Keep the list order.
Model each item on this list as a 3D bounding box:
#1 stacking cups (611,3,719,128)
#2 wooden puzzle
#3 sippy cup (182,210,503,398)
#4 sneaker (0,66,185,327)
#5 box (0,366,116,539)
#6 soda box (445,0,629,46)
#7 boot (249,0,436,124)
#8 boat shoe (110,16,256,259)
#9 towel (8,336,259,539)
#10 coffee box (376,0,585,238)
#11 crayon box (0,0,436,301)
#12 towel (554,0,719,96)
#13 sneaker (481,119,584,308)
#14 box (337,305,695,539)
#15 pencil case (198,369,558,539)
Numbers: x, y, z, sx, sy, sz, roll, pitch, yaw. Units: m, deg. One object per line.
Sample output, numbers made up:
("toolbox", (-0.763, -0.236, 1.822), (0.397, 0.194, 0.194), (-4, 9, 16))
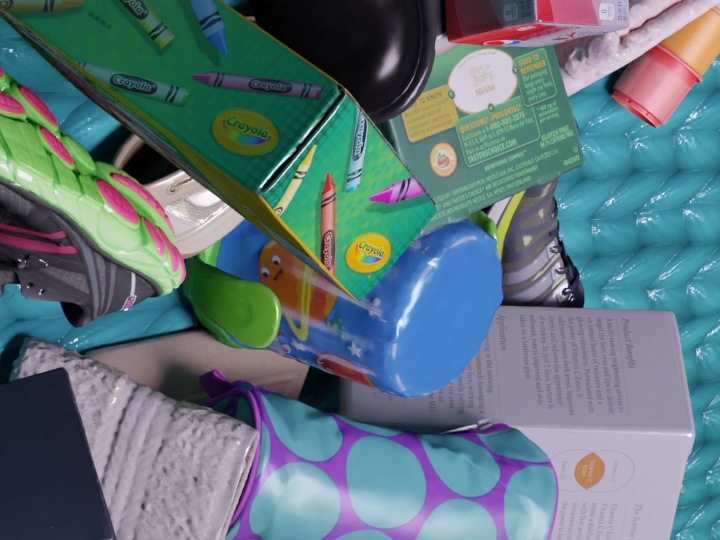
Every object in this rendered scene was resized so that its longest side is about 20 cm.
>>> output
("stacking cups", (0.233, -0.179, 1.552), (0.200, 0.060, 0.060), (-56, 150, 0))
("wooden puzzle", (-0.116, 0.124, 1.373), (0.185, 0.037, 0.201), (-10, 122, -51))
("sippy cup", (0.000, 0.000, 1.307), (0.178, 0.130, 0.140), (-48, 146, -23))
("sneaker", (-0.157, -0.027, 1.114), (0.084, 0.077, 0.200), (-35, 137, 11))
("box", (-0.204, 0.162, 1.127), (0.199, 0.104, 0.182), (-16, 139, -7))
("soda box", (0.080, -0.211, 1.189), (0.063, 0.070, 0.201), (-2, 87, -38))
("boot", (-0.042, -0.153, 1.044), (0.079, 0.212, 0.158), (-21, -175, 17))
("boat shoe", (-0.044, -0.091, 1.229), (0.200, 0.072, 0.065), (-42, 149, -13))
("towel", (-0.140, 0.142, 1.256), (0.034, 0.132, 0.201), (-54, 165, -67))
("coffee box", (0.033, -0.128, 1.218), (0.123, 0.044, 0.201), (-24, 102, -36))
("crayon box", (-0.071, -0.079, 1.068), (0.058, 0.200, 0.119), (-50, 150, -5))
("towel", (0.135, -0.130, 1.379), (0.191, 0.032, 0.200), (-34, -177, -36))
("sneaker", (0.101, -0.010, 1.488), (0.074, 0.081, 0.201), (-86, -169, -55))
("box", (0.085, 0.110, 1.468), (0.199, 0.107, 0.153), (2, 131, -3))
("pencil case", (0.003, 0.113, 1.319), (0.199, 0.085, 0.093), (12, 70, -32))
